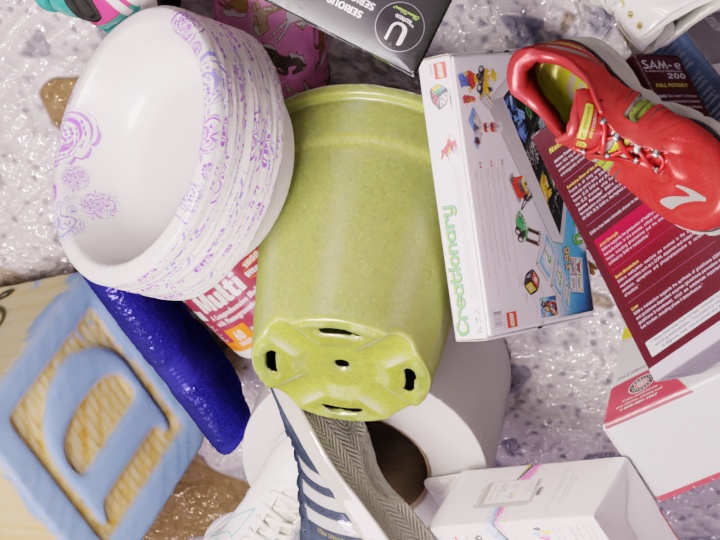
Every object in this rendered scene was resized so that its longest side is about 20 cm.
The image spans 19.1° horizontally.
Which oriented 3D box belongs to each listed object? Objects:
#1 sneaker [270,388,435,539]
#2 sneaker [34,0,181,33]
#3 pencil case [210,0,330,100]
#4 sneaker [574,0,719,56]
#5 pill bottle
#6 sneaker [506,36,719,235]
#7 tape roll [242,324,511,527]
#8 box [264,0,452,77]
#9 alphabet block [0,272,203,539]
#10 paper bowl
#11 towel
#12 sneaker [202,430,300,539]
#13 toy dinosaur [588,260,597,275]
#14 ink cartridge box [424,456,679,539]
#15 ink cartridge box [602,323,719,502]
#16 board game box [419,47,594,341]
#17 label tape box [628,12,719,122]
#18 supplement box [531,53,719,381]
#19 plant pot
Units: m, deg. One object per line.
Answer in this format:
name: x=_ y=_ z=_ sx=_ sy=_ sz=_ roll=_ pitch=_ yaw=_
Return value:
sneaker: x=-0.026 y=0.165 z=1.597 sx=0.084 sy=0.075 sz=0.201 roll=-31 pitch=87 yaw=32
sneaker: x=-0.191 y=-0.241 z=1.541 sx=0.120 sy=0.084 sz=0.200 roll=15 pitch=150 yaw=3
pencil case: x=-0.072 y=-0.208 z=1.556 sx=0.086 sy=0.083 sz=0.201 roll=9 pitch=128 yaw=23
sneaker: x=0.161 y=-0.198 z=1.482 sx=0.199 sy=0.074 sz=0.116 roll=-17 pitch=81 yaw=24
pill bottle: x=-0.121 y=-0.034 z=1.674 sx=0.109 sy=0.110 sz=0.200 roll=-33 pitch=112 yaw=31
sneaker: x=0.170 y=-0.086 z=1.412 sx=0.200 sy=0.085 sz=0.077 roll=40 pitch=120 yaw=34
tape roll: x=0.016 y=0.118 z=1.732 sx=0.201 sy=0.139 sz=0.204 roll=7 pitch=126 yaw=10
box: x=0.026 y=-0.252 z=1.419 sx=0.124 sy=0.149 sz=0.201 roll=27 pitch=102 yaw=-6
alphabet block: x=-0.285 y=0.142 z=1.764 sx=0.199 sy=0.196 sz=0.197 roll=-11 pitch=122 yaw=37
paper bowl: x=-0.125 y=-0.078 z=1.517 sx=0.104 sy=0.201 sz=0.201 roll=15 pitch=136 yaw=-41
towel: x=-0.158 y=0.042 z=1.728 sx=0.049 sy=0.148 sz=0.200 roll=-35 pitch=114 yaw=0
sneaker: x=-0.066 y=0.199 z=1.673 sx=0.070 sy=0.080 sz=0.201 roll=32 pitch=122 yaw=-8
toy dinosaur: x=0.137 y=-0.037 z=1.647 sx=0.199 sy=0.060 sz=0.107 roll=16 pitch=132 yaw=32
ink cartridge box: x=0.134 y=0.209 z=1.607 sx=0.199 sy=0.068 sz=0.117 roll=-10 pitch=123 yaw=43
ink cartridge box: x=0.270 y=0.060 z=1.592 sx=0.145 sy=0.200 sz=0.084 roll=-28 pitch=112 yaw=29
board game box: x=0.106 y=-0.057 z=1.528 sx=0.034 sy=0.126 sz=0.201 roll=-7 pitch=91 yaw=43
label tape box: x=0.250 y=-0.065 z=1.527 sx=0.144 sy=0.063 sz=0.200 roll=-49 pitch=66 yaw=35
supplement box: x=0.211 y=-0.037 z=1.476 sx=0.109 sy=0.061 sz=0.201 roll=-38 pitch=69 yaw=38
plant pot: x=0.000 y=0.000 z=1.552 sx=0.199 sy=0.185 sz=0.201 roll=8 pitch=146 yaw=5
